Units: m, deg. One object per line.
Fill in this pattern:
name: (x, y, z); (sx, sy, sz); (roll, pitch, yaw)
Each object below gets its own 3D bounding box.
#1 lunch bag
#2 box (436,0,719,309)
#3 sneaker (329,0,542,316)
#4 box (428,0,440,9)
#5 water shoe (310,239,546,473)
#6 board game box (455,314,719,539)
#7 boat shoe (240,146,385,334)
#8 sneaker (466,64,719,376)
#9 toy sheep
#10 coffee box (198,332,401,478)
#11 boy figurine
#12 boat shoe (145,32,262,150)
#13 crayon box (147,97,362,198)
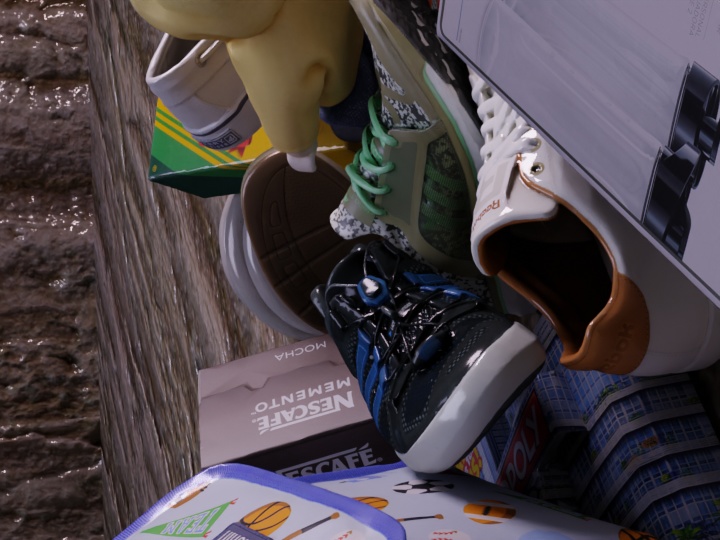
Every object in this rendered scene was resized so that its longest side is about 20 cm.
lunch bag: (-0.003, 0.139, 0.605); (0.170, 0.199, 0.124); (8, 101, 59)
box: (0.105, -0.084, 0.528); (0.200, 0.060, 0.117); (51, 146, 41)
sneaker: (0.022, -0.044, 0.746); (0.077, 0.088, 0.200); (-99, -15, -56)
box: (0.072, -0.183, 0.742); (0.137, 0.040, 0.201); (-120, 29, -58)
water shoe: (0.015, 0.030, 0.677); (0.079, 0.072, 0.200); (42, 175, -7)
board game box: (0.092, 0.104, 0.725); (0.200, 0.061, 0.200); (101, 158, -46)
boat shoe: (0.000, 0.000, 0.873); (0.200, 0.071, 0.065); (52, -165, -33)
sneaker: (0.073, -0.048, 0.641); (0.073, 0.084, 0.200); (-57, 48, 45)
toy sheep: (-0.021, -0.016, 0.998); (0.200, 0.137, 0.138); (-7, 88, 61)
coffee box: (-0.002, 0.133, 0.854); (0.080, 0.113, 0.200); (-100, -9, -54)
boy figurine: (-0.033, -0.110, 0.753); (0.200, 0.064, 0.125); (15, -108, -60)
boat shoe: (-0.057, -0.161, 0.852); (0.072, 0.066, 0.201); (2, 60, 46)
crayon box: (-0.034, -0.116, 0.917); (0.200, 0.051, 0.127); (-6, 74, 42)
